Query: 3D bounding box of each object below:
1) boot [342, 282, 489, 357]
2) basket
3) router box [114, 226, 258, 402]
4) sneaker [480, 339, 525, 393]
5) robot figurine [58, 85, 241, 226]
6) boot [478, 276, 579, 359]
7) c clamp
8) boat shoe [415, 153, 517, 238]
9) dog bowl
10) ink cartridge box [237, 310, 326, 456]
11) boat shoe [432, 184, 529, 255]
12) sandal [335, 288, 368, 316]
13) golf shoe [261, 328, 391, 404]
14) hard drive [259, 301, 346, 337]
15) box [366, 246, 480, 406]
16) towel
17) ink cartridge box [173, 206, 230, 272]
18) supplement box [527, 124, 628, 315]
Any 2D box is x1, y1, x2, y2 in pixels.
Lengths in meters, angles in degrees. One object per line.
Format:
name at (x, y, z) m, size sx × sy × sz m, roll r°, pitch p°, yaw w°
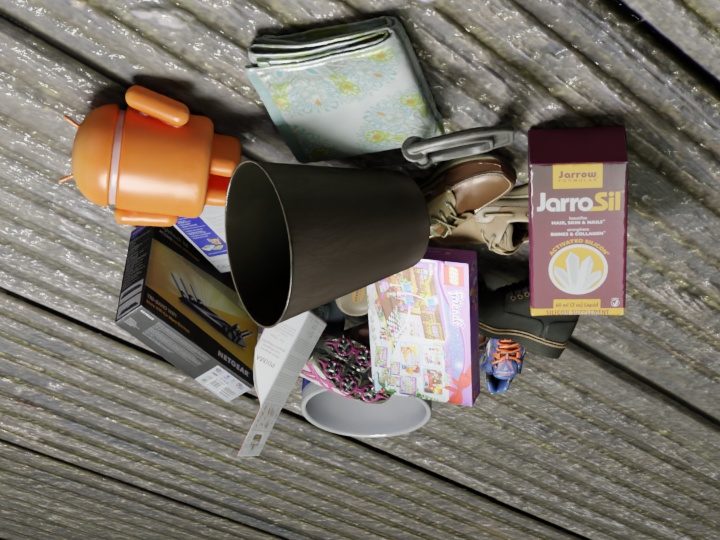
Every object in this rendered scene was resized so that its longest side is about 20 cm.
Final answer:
boot at (0.075, 0.078, 1.885) m, size 0.197 × 0.065 × 0.187 m, roll 0°, pitch 147°, yaw -3°
basket at (-0.032, -0.044, 1.527) m, size 0.198 × 0.183 × 0.135 m, roll -12°, pitch -170°, yaw -35°
router box at (-0.214, 0.049, 1.747) m, size 0.052 × 0.158 × 0.200 m, roll -30°, pitch 129°, yaw 28°
sneaker at (0.209, 0.111, 1.938) m, size 0.074 × 0.079 × 0.201 m, roll 1°, pitch 151°, yaw 1°
robot figurine at (-0.232, -0.123, 1.523) m, size 0.197 × 0.118 × 0.144 m, roll 7°, pitch 162°, yaw -8°
boot at (0.207, 0.020, 1.762) m, size 0.198 × 0.078 × 0.139 m, roll 17°, pitch 114°, yaw -29°
c clamp at (0.088, -0.129, 1.498) m, size 0.169 × 0.027 × 0.200 m, roll -9°, pitch 178°, yaw 1°
boat shoe at (0.096, -0.072, 1.617) m, size 0.199 × 0.075 × 0.075 m, roll -22°, pitch 134°, yaw 37°
dog bowl at (0.009, 0.179, 2.079) m, size 0.197 × 0.080 × 0.201 m, roll 2°, pitch 151°, yaw 1°
ink cartridge box at (-0.116, 0.137, 1.770) m, size 0.057 × 0.201 × 0.163 m, roll 30°, pitch 177°, yaw 9°
boat shoe at (0.171, -0.056, 1.655) m, size 0.198 × 0.065 × 0.071 m, roll -14°, pitch 147°, yaw 27°
sandal at (0.000, 0.000, 1.765) m, size 0.079 × 0.054 × 0.201 m, roll 2°, pitch 138°, yaw -2°
golf shoe at (-0.041, 0.126, 1.894) m, size 0.198 × 0.073 × 0.092 m, roll 28°, pitch 167°, yaw 12°
hard drive at (-0.118, 0.048, 1.901) m, size 0.197 × 0.033 × 0.140 m, roll 4°, pitch 151°, yaw -4°
box at (0.079, 0.067, 1.716) m, size 0.135 × 0.039 × 0.202 m, roll 7°, pitch 118°, yaw 21°
towel at (-0.015, -0.186, 1.458) m, size 0.169 × 0.049 × 0.200 m, roll -6°, pitch 150°, yaw 16°
ink cartridge box at (-0.176, -0.064, 1.701) m, size 0.098 × 0.040 × 0.200 m, roll -9°, pitch 150°, yaw 20°
supplement box at (0.244, -0.054, 1.548) m, size 0.109 × 0.086 × 0.202 m, roll -1°, pitch 123°, yaw 8°
